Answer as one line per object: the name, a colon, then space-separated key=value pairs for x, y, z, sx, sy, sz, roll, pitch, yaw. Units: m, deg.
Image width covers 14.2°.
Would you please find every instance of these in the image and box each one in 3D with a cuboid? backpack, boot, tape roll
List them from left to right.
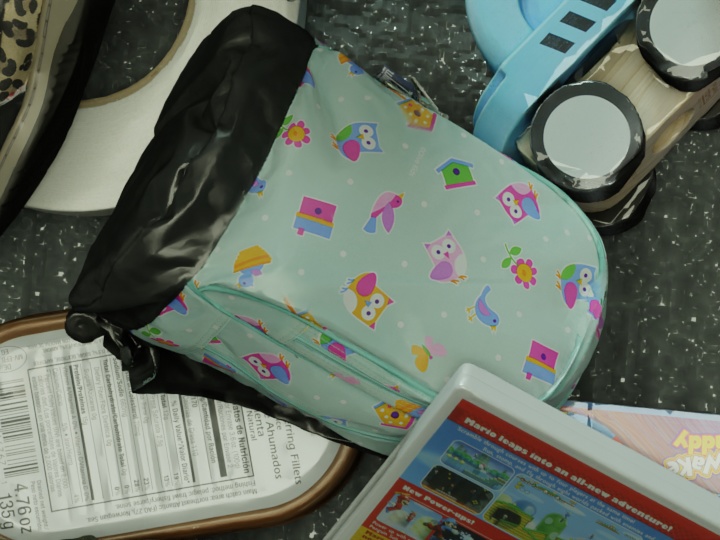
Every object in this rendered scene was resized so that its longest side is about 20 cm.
boot: x=-0.187 y=-0.111 z=1.215 sx=0.150 sy=0.073 sz=0.200 roll=25 pitch=121 yaw=3
tape roll: x=-0.124 y=-0.125 z=1.292 sx=0.202 sy=0.037 sz=0.203 roll=0 pitch=87 yaw=5
backpack: x=0.000 y=0.000 z=1.203 sx=0.200 sy=0.127 sz=0.167 roll=31 pitch=73 yaw=-12

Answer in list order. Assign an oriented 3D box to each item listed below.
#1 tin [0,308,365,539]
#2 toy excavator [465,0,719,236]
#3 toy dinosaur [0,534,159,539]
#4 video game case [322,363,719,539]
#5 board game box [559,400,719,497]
tin: x=-0.093 y=0.067 z=1.282 sx=0.200 sy=0.042 sz=0.112 roll=-10 pitch=91 yaw=3
toy excavator: x=0.092 y=-0.145 z=1.256 sx=0.200 sy=0.100 sz=0.194 roll=44 pitch=90 yaw=13
toy dinosaur: x=-0.127 y=0.147 z=1.257 sx=0.200 sy=0.047 sz=0.088 roll=5 pitch=123 yaw=10
video game case: x=0.055 y=0.134 z=1.197 sx=0.143 sy=0.017 sz=0.200 roll=29 pitch=131 yaw=-9
board game box: x=0.094 y=0.136 z=1.262 sx=0.200 sy=0.039 sz=0.158 roll=6 pitch=88 yaw=4
